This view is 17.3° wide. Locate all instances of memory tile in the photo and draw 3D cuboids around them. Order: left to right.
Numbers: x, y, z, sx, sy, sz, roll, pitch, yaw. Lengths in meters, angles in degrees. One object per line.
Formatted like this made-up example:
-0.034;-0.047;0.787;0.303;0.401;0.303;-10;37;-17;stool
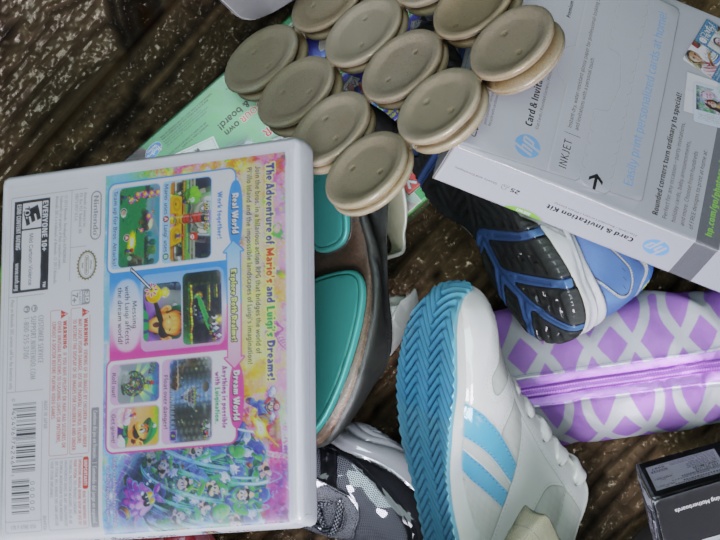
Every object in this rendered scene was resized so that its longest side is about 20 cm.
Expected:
0.015;-0.116;1.276;0.153;0.200;0.017;-42;127;1;memory tile

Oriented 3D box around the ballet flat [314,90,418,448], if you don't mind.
0.000;0.000;1.307;0.068;0.068;0.201;-8;75;49;ballet flat

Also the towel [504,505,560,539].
0.072;0.246;1.178;0.034;0.193;0.200;9;54;43;towel

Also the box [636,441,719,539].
0.261;0.154;1.275;0.199;0.050;0.158;-15;110;-1;box

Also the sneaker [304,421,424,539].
-0.053;0.124;1.308;0.200;0.114;0.076;32;134;13;sneaker

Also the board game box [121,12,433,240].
-0.019;-0.076;1.366;0.200;0.029;0.135;-40;85;2;board game box

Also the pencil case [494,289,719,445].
0.123;0.056;1.316;0.199;0.085;0.084;-10;88;4;pencil case

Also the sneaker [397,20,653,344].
0.087;-0.053;1.312;0.077;0.076;0.200;-20;73;-31;sneaker

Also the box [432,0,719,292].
0.151;-0.082;1.282;0.200;0.041;0.156;21;55;-9;box

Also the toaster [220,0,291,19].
-0.051;-0.267;1.312;0.200;0.119;0.181;-34;66;3;toaster

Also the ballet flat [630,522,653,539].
0.231;0.120;1.319;0.200;0.067;0.046;-42;116;3;ballet flat

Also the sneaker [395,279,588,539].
0.072;0.098;1.255;0.081;0.076;0.201;-15;108;-17;sneaker

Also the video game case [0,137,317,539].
-0.108;0.039;1.241;0.182;0.024;0.201;-6;76;24;video game case

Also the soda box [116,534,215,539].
-0.076;0.221;1.281;0.063;0.070;0.200;-22;122;12;soda box
